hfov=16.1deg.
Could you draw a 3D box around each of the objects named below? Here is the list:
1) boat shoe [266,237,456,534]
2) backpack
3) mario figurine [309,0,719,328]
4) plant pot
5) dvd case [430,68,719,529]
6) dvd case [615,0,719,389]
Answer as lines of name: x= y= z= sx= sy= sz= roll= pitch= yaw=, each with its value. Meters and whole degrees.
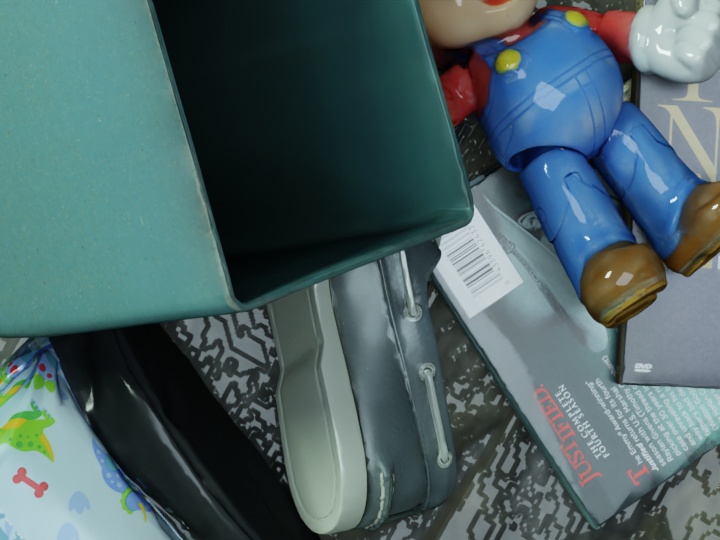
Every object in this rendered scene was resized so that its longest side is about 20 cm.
boat shoe: x=0.000 y=0.000 z=0.990 sx=0.061 sy=0.073 sz=0.202 roll=-2 pitch=82 yaw=-25
backpack: x=-0.132 y=0.126 z=0.955 sx=0.199 sy=0.154 sz=0.164 roll=-35 pitch=93 yaw=11
mario figurine: x=0.063 y=-0.081 z=0.949 sx=0.106 sy=0.123 sz=0.200 roll=-43 pitch=81 yaw=30
plant pot: x=-0.093 y=-0.052 z=0.897 sx=0.199 sy=0.141 sz=0.142 roll=-13 pitch=95 yaw=37
dvd case: x=0.136 y=-0.012 z=1.020 sx=0.199 sy=0.022 sz=0.146 roll=-35 pitch=93 yaw=-4
dvd case: x=0.179 y=-0.051 z=1.004 sx=0.147 sy=0.016 sz=0.202 roll=3 pitch=91 yaw=-4
